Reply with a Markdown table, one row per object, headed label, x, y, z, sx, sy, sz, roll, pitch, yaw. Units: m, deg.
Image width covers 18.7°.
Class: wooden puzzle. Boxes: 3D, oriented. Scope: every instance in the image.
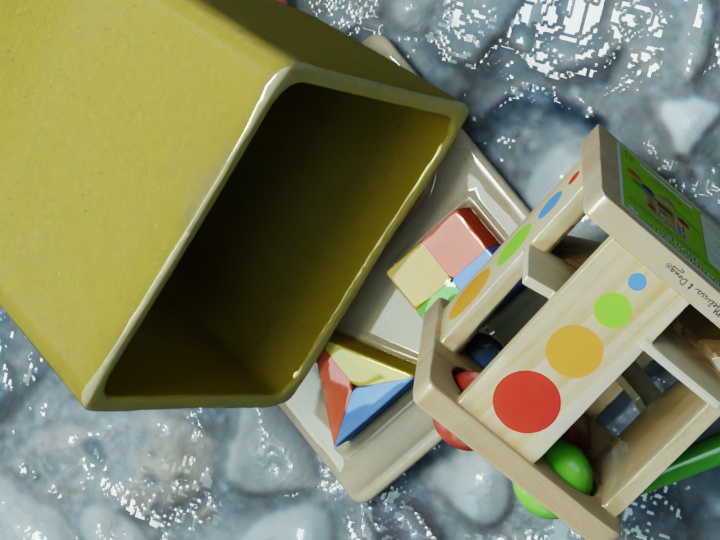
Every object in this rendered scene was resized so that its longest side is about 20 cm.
| label | x | y | z | sx | sy | sz | roll | pitch | yaw |
| --- | --- | --- | --- | --- | --- | --- | --- | --- | --- |
| wooden puzzle | 0.000 | 0.000 | 1.201 | 0.185 | 0.046 | 0.200 | -42 | 77 | 19 |

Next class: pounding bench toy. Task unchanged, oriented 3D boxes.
| label | x | y | z | sx | sy | sz | roll | pitch | yaw |
| --- | --- | --- | --- | --- | --- | --- | --- | --- | --- |
| pounding bench toy | 0.143 | 0.061 | 1.100 | 0.200 | 0.124 | 0.156 | 39 | 108 | -9 |

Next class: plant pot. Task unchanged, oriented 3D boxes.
| label | x | y | z | sx | sy | sz | roll | pitch | yaw |
| --- | --- | --- | --- | --- | --- | --- | --- | --- | --- |
| plant pot | -0.104 | -0.066 | 1.122 | 0.200 | 0.194 | 0.196 | 40 | 106 | 24 |

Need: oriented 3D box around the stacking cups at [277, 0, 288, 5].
| label | x | y | z | sx | sy | sz | roll | pitch | yaw |
| --- | --- | --- | --- | --- | --- | --- | --- | --- | --- |
| stacking cups | -0.089 | -0.230 | 1.224 | 0.060 | 0.060 | 0.201 | -26 | 85 | 21 |
